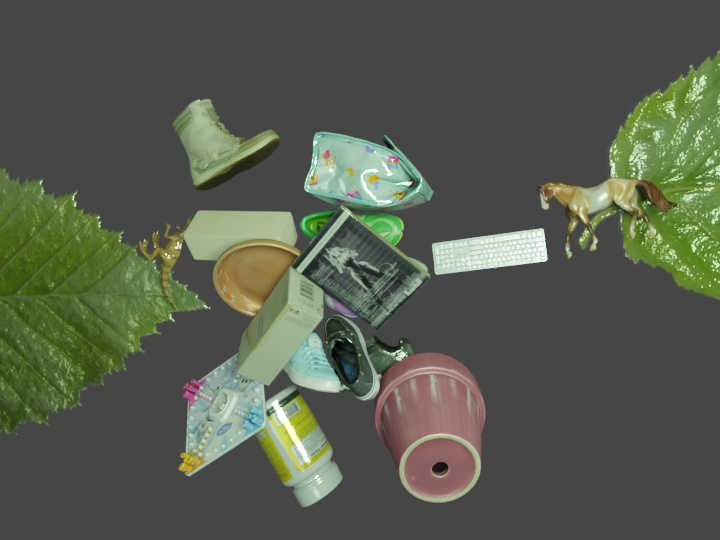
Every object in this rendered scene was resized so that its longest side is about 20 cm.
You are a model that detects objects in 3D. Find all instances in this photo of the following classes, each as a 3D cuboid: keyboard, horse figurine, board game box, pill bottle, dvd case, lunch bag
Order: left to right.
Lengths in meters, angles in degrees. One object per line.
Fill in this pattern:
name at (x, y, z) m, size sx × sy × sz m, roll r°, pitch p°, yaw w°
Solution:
board game box at (-0.268, 0.254, 1.016) m, size 0.199 × 0.026 × 0.202 m, roll -35°, pitch 41°, yaw 15°
pill bottle at (-0.124, 0.331, 1.009) m, size 0.113 × 0.114 × 0.202 m, roll -32°, pitch 85°, yaw 14°
dvd case at (0.000, 0.000, 0.924) m, size 0.199 × 0.016 × 0.149 m, roll 36°, pitch 118°, yaw -14°
lunch bag at (0.024, -0.159, 0.911) m, size 0.196 × 0.170 × 0.125 m, roll 11°, pitch 93°, yaw 12°
keyboard at (0.229, -0.033, 0.951) m, size 0.196 × 0.011 × 0.058 m, roll -7°, pitch 92°, yaw 14°
horse figurine at (0.403, -0.103, 0.876) m, size 0.197 × 0.050 × 0.135 m, roll -15°, pitch 73°, yaw 23°

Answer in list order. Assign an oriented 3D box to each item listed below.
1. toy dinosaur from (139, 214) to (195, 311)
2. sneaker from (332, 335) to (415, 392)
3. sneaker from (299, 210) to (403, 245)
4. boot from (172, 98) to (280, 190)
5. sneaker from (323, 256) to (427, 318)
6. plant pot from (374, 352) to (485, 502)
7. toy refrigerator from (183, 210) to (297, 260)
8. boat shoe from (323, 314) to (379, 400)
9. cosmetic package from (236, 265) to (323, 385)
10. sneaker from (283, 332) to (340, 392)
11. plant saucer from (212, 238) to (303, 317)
toy dinosaur at (-0.394, -0.026, 1.083) m, size 0.105 × 0.060 × 0.203 m, roll 25°, pitch 99°, yaw 10°
sneaker at (0.013, 0.170, 0.992) m, size 0.196 × 0.066 × 0.092 m, roll -12°, pitch 88°, yaw 11°
sneaker at (-0.020, -0.071, 0.973) m, size 0.196 × 0.083 × 0.076 m, roll 3°, pitch 94°, yaw 13°
boot at (-0.264, -0.266, 1.031) m, size 0.197 × 0.072 × 0.157 m, roll -24°, pitch 85°, yaw 15°
sneaker at (0.026, 0.032, 0.986) m, size 0.196 × 0.073 × 0.116 m, roll 1°, pitch 113°, yaw 9°
plant pot at (0.121, 0.268, 0.882) m, size 0.196 × 0.179 × 0.204 m, roll 0°, pitch 110°, yaw 0°
toy refrigerator at (-0.228, -0.064, 1.021) m, size 0.196 × 0.077 × 0.071 m, roll 2°, pitch 136°, yaw 14°
boat shoe at (-0.030, 0.143, 0.944) m, size 0.070 × 0.066 × 0.201 m, roll -37°, pitch 43°, yaw 10°
cosmetic package at (-0.147, 0.102, 0.966) m, size 0.072 × 0.104 × 0.201 m, roll 26°, pitch 121°, yaw -23°
sneaker at (-0.094, 0.158, 0.965) m, size 0.199 × 0.073 × 0.084 m, roll 17°, pitch 96°, yaw 56°
plant saucer at (-0.174, 0.014, 0.992) m, size 0.196 × 0.038 × 0.202 m, roll 0°, pitch 134°, yaw 0°
